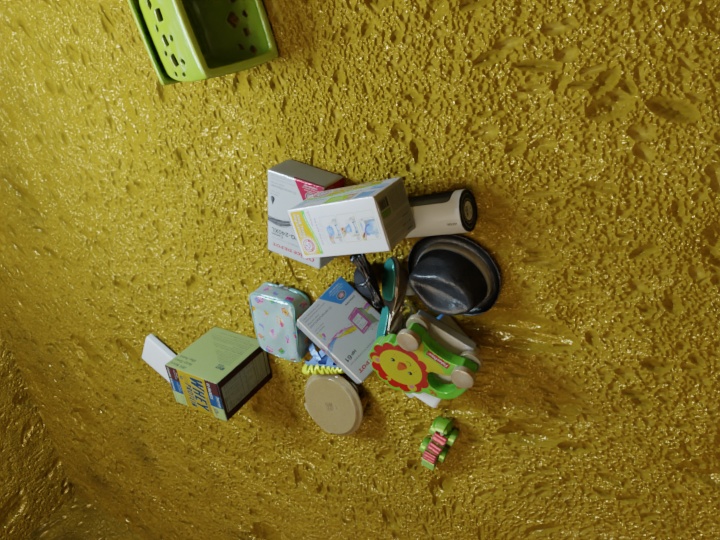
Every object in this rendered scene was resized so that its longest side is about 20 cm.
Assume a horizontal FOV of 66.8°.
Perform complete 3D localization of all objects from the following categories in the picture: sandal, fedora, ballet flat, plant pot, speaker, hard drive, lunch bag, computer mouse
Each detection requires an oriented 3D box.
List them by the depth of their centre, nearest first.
[{"bbox_3d":[-0.309,-0.466,1.036,0.181,0.199,0.200,2,119,40],"label":"plant pot"},{"bbox_3d":[0.115,-0.103,1.044,0.200,0.081,0.081,-3,116,36],"label":"speaker"},{"bbox_3d":[0.169,0.025,1.075,0.200,0.092,0.201,16,125,25],"label":"fedora"},{"bbox_3d":[0.000,0.000,1.121,0.046,0.200,0.141,-22,101,2],"label":"computer mouse"},{"bbox_3d":[0.142,0.189,1.147,0.132,0.026,0.200,31,128,12],"label":"hard drive"},{"bbox_3d":[0.081,0.070,1.167,0.068,0.072,0.200,-164,78,-66],"label":"ballet flat"},{"bbox_3d":[-0.063,0.215,1.365,0.200,0.079,0.087,-7,81,26],"label":"sandal"},{"bbox_3d":[-0.204,0.127,1.403,0.160,0.077,0.200,15,124,28],"label":"lunch bag"},{"bbox_3d":[-0.651,0.319,1.846,0.200,0.026,0.132,38,132,9],"label":"hard drive"}]

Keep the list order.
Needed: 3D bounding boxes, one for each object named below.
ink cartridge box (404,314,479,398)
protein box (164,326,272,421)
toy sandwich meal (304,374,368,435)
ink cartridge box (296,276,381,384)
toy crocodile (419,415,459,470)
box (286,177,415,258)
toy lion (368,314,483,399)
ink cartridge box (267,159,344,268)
[{"bbox_3d":[0.148,0.191,1.209,0.116,0.067,0.200,48,132,-1],"label":"ink cartridge box"},{"bbox_3d":[-0.397,0.287,1.547,0.198,0.200,0.135,11,123,28],"label":"protein box"},{"bbox_3d":[-0.065,0.351,1.457,0.205,0.070,0.206,11,111,30],"label":"toy sandwich meal"},{"bbox_3d":[-0.024,0.136,1.229,0.200,0.145,0.085,44,165,3],"label":"ink cartridge box"},{"bbox_3d":[0.185,0.425,1.331,0.067,0.062,0.200,29,130,17],"label":"toy crocodile"},{"bbox_3d":[-0.018,-0.095,1.011,0.200,0.112,0.102,-4,113,34],"label":"box"},{"bbox_3d":[0.118,0.194,1.108,0.200,0.069,0.192,34,135,6],"label":"toy lion"},{"bbox_3d":[-0.122,-0.121,1.189,0.145,0.083,0.200,20,125,21],"label":"ink cartridge box"}]
